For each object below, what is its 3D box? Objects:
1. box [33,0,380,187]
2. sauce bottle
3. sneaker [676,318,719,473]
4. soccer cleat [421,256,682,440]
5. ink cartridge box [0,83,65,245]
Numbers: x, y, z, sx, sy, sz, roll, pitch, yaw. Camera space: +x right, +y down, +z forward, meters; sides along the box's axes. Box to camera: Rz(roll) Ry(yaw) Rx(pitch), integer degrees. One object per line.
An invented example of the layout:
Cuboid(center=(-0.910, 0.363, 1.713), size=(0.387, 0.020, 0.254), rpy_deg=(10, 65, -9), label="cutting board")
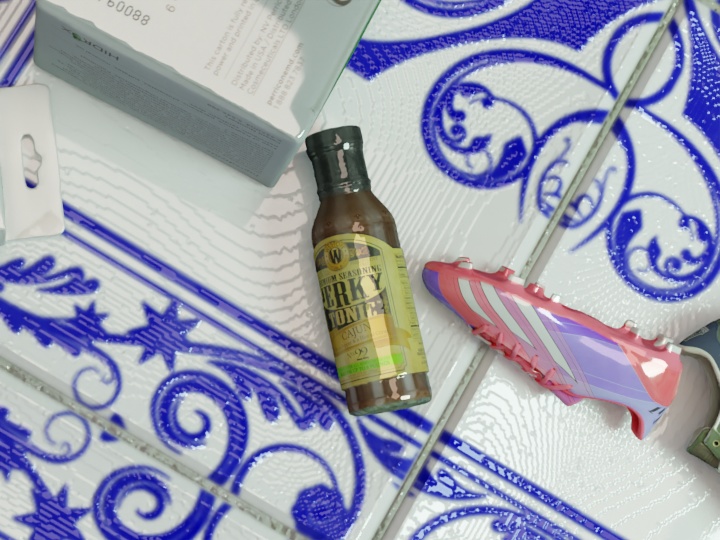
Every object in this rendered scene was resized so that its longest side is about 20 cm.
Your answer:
Cuboid(center=(-0.091, -0.195, 1.350), size=(0.200, 0.171, 0.199), rpy_deg=(29, 78, -5), label="box")
Cuboid(center=(0.000, 0.000, 1.393), size=(0.065, 0.065, 0.200), rpy_deg=(-12, 83, -11), label="sauce bottle")
Cuboid(center=(0.277, 0.129, 1.426), size=(0.090, 0.067, 0.201), rpy_deg=(-9, 83, -3), label="sneaker")
Cuboid(center=(0.131, 0.052, 1.411), size=(0.200, 0.067, 0.077), rpy_deg=(22, 95, -4), label="soccer cleat")
Cuboid(center=(-0.303, -0.072, 1.348), size=(0.200, 0.067, 0.117), rpy_deg=(-6, 83, -11), label="ink cartridge box")
